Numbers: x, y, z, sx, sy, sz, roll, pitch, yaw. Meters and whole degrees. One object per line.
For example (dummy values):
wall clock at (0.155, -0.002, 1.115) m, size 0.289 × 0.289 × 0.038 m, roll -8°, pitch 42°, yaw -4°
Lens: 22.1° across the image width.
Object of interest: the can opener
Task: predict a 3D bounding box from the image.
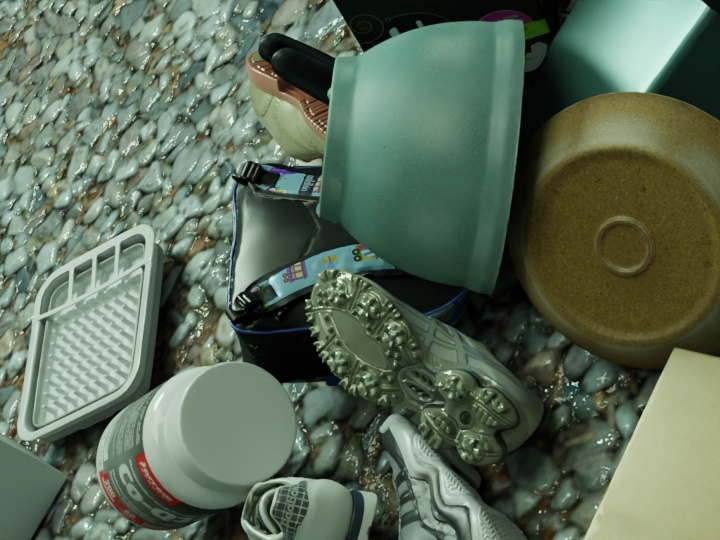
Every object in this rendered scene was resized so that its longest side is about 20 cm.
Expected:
can opener at (0.004, -0.137, 1.433) m, size 0.079 × 0.200 × 0.063 m, roll -64°, pitch 30°, yaw 8°

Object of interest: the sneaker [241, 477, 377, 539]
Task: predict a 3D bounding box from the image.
sneaker at (-0.055, 0.186, 1.395) m, size 0.200 × 0.080 × 0.076 m, roll 147°, pitch 135°, yaw -66°

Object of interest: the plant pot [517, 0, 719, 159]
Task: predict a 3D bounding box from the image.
plant pot at (0.207, -0.108, 1.340) m, size 0.200 × 0.141 × 0.141 m, roll -55°, pitch 35°, yaw 16°

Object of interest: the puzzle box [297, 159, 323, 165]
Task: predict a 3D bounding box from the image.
puzzle box at (0.021, -0.102, 1.578) m, size 0.200 × 0.025 × 0.133 m, roll -33°, pitch 53°, yaw 39°

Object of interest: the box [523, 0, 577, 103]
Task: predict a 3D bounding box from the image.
box at (0.143, -0.220, 1.563) m, size 0.200 × 0.050 × 0.158 m, roll 19°, pitch 76°, yaw 52°

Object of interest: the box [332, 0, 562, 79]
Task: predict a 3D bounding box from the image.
box at (0.060, -0.244, 1.439) m, size 0.148 × 0.200 × 0.124 m, roll -14°, pitch 51°, yaw 18°

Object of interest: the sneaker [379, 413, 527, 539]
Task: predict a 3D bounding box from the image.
sneaker at (0.041, 0.190, 1.330) m, size 0.114 × 0.075 × 0.200 m, roll -50°, pitch 37°, yaw 7°

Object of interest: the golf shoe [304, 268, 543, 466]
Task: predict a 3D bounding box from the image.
golf shoe at (0.048, 0.068, 1.361) m, size 0.200 × 0.097 × 0.078 m, roll 40°, pitch 115°, yaw 22°

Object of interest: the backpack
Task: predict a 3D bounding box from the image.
backpack at (0.000, 0.000, 1.477) m, size 0.200 × 0.135 × 0.183 m, roll -6°, pitch 52°, yaw 6°

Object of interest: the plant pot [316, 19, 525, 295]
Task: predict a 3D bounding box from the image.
plant pot at (0.040, -0.089, 1.336) m, size 0.200 × 0.134 × 0.200 m, roll -173°, pitch 90°, yaw -90°

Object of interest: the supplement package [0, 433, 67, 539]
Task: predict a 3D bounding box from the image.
supplement package at (-0.402, 0.231, 1.713) m, size 0.111 × 0.156 × 0.200 m, roll 20°, pitch 77°, yaw 53°

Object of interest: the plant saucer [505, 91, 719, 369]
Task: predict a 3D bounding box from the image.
plant saucer at (0.185, -0.020, 1.256) m, size 0.200 × 0.200 × 0.035 m, roll -27°, pitch 5°, yaw 32°

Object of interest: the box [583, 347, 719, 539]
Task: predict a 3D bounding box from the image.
box at (0.239, 0.138, 1.122) m, size 0.200 × 0.021 × 0.164 m, roll 13°, pitch 71°, yaw 49°

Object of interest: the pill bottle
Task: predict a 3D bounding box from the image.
pill bottle at (-0.132, 0.140, 1.473) m, size 0.200 × 0.114 × 0.114 m, roll -33°, pitch 36°, yaw 62°

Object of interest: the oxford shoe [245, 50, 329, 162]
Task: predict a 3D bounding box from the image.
oxford shoe at (-0.029, -0.123, 1.591) m, size 0.071 × 0.074 × 0.200 m, roll -18°, pitch 39°, yaw -27°

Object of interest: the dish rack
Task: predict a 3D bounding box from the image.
dish rack at (-0.252, 0.067, 1.774) m, size 0.172 × 0.044 × 0.200 m, roll -25°, pitch 45°, yaw 32°
